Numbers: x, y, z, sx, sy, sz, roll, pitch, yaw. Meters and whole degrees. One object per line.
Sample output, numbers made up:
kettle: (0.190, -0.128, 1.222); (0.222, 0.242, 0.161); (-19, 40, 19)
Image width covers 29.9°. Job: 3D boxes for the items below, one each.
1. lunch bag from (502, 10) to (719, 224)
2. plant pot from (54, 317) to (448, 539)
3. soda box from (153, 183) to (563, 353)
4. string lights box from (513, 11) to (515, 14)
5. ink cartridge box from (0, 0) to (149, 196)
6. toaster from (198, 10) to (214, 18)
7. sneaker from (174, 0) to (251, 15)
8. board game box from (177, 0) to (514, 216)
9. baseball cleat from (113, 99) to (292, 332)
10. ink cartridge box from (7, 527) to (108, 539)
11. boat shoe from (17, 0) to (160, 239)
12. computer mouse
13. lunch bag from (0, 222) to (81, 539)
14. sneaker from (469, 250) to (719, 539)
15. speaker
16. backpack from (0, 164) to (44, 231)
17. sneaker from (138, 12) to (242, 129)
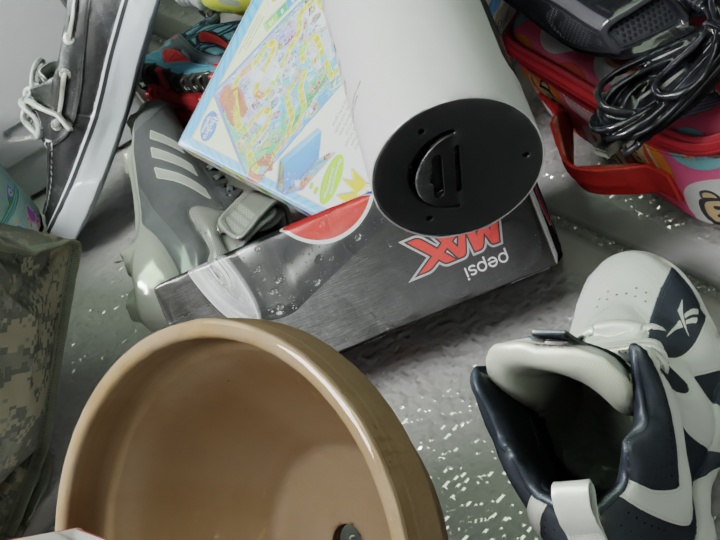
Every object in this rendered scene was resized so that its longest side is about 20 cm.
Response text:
lunch bag: (0.170, -0.111, 0.704); (0.176, 0.082, 0.200); (-42, 39, -4)
plant pot: (-0.031, 0.120, 0.560); (0.199, 0.092, 0.204); (0, 91, 39)
soda box: (0.000, 0.000, 0.691); (0.198, 0.072, 0.063); (-23, 1, 12)
string lights box: (0.035, -0.237, 0.892); (0.059, 0.103, 0.201); (-29, 41, 6)
ink cartridge box: (-0.252, -0.176, 0.988); (0.145, 0.147, 0.201); (-27, 41, 7)
toaster: (-0.123, -0.322, 1.070); (0.181, 0.119, 0.200); (-42, 41, -9)
sneaker: (-0.045, -0.241, 0.975); (0.090, 0.079, 0.200); (24, 57, 27)
board game box: (0.001, -0.128, 0.763); (0.133, 0.034, 0.202); (28, 88, 15)
baseball cleat: (-0.095, -0.039, 0.826); (0.105, 0.070, 0.201); (-11, 45, 2)
ink cartridge box: (-0.108, 0.216, 0.523); (0.115, 0.067, 0.203); (10, 95, 40)
boat shoe: (-0.181, -0.110, 0.857); (0.067, 0.201, 0.074); (18, 31, -9)
computer mouse: (0.124, -0.140, 0.668); (0.138, 0.053, 0.200); (-41, 49, 0)
lunch bag: (-0.255, 0.067, 0.734); (0.162, 0.117, 0.203); (11, 94, 17)
sneaker: (0.100, 0.042, 0.553); (0.079, 0.130, 0.201); (-6, 47, 27)
speaker: (0.025, -0.111, 0.648); (0.080, 0.081, 0.201); (-24, 45, 10)
backpack: (-0.308, -0.007, 0.871); (0.198, 0.127, 0.168); (-28, 40, 10)
sneaker: (-0.069, -0.130, 0.876); (0.096, 0.080, 0.199); (-46, 42, -18)
